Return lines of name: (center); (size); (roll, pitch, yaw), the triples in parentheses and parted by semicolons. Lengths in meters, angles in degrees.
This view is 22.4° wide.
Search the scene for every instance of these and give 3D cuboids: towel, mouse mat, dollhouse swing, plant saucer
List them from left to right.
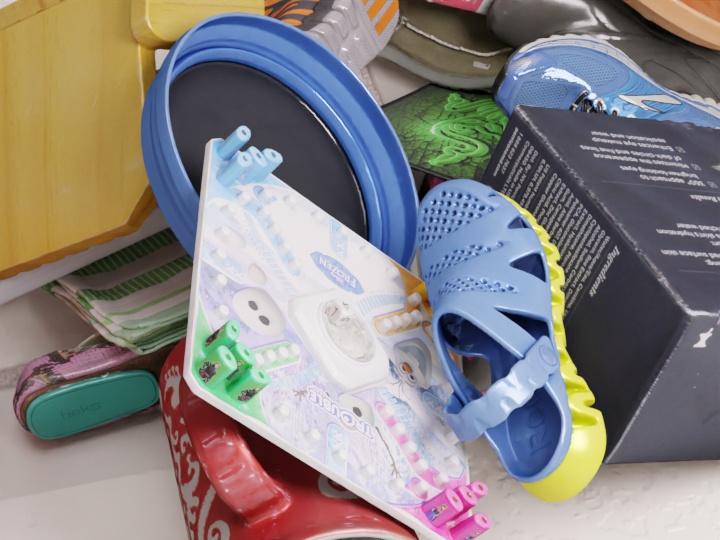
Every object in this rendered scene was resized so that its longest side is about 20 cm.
dollhouse swing: (-0.164, -0.100, 1.208); (0.199, 0.177, 0.181); (-18, -5, 32)
towel: (-0.130, -0.008, 1.206); (0.152, 0.024, 0.200); (-25, 27, -23)
mouse mat: (0.086, -0.094, 1.283); (0.160, 0.008, 0.200); (20, 24, 22)
plant saucer: (0.221, -0.226, 1.329); (0.199, 0.032, 0.201); (25, 33, -18)

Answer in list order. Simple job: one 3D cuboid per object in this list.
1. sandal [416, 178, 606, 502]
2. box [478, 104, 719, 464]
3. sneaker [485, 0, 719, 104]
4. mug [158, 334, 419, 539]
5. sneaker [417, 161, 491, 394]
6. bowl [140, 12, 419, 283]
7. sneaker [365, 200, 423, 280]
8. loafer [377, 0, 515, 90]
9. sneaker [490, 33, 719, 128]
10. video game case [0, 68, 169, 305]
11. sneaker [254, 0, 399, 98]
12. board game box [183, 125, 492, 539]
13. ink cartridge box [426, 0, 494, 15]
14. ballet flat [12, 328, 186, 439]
sandal: (0.072, 0.029, 1.017); (0.087, 0.079, 0.201); (18, 42, -44)
box: (0.191, 0.008, 1.104); (0.195, 0.118, 0.200); (2, 37, -35)
sneaker: (0.184, -0.150, 1.314); (0.198, 0.076, 0.091); (18, 54, -8)
mug: (-0.043, 0.109, 1.033); (0.132, 0.179, 0.201); (-7, 40, -14)
sneaker: (0.091, 0.006, 1.206); (0.095, 0.079, 0.201); (3, 43, -22)
bowl: (-0.049, -0.061, 1.108); (0.200, 0.039, 0.202); (26, 48, -33)
sneaker: (0.000, 0.000, 1.192); (0.088, 0.074, 0.201); (0, 42, -17)
loafer: (0.046, -0.194, 1.386); (0.198, 0.070, 0.075); (17, 35, 18)
sneaker: (0.184, -0.098, 1.240); (0.198, 0.079, 0.089); (17, 26, -13)
video game case: (-0.182, -0.066, 1.251); (0.199, 0.023, 0.183); (-24, 35, 3)
sneaker: (-0.060, -0.139, 1.258); (0.111, 0.078, 0.200); (-1, 35, 35)
board game box: (-0.007, 0.034, 1.006); (0.026, 0.199, 0.201); (-39, 31, 29)
ink cartridge box: (0.106, -0.257, 1.384); (0.199, 0.084, 0.145); (6, 34, -41)
ballet flat: (-0.125, 0.056, 1.161); (0.198, 0.070, 0.071); (-11, 43, -2)
